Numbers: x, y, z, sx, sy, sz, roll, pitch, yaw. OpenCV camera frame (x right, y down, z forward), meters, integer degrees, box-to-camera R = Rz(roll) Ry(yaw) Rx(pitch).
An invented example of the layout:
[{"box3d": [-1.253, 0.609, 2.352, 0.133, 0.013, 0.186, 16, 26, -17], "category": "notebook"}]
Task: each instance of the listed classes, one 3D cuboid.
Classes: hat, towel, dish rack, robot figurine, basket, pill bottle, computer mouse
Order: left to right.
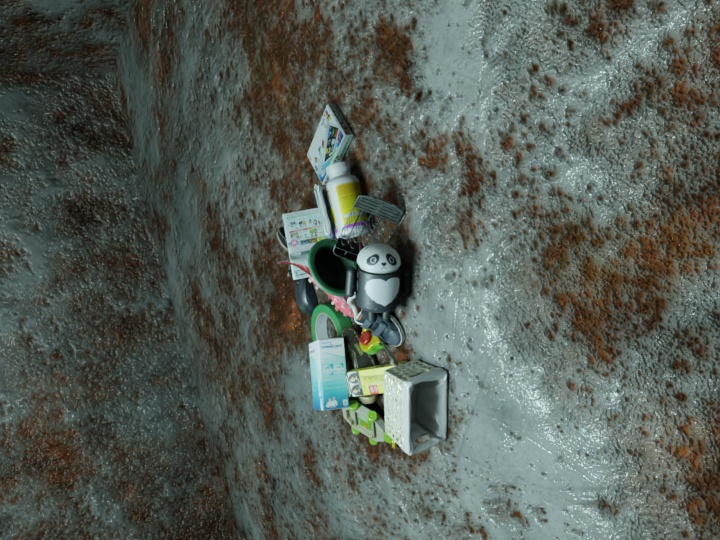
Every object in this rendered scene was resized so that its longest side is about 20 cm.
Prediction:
[{"box3d": [-0.205, 0.066, 1.979, 0.138, 0.052, 0.205, -32, 73, 53], "category": "computer mouse"}, {"box3d": [-0.113, 0.017, 1.675, 0.176, 0.162, 0.205, -44, 62, 51], "category": "hat"}, {"box3d": [-0.092, -0.165, 1.671, 0.200, 0.023, 0.151, 18, -122, -82], "category": "towel"}, {"box3d": [-0.042, -0.199, 1.619, 0.103, 0.102, 0.206, -17, 86, 55], "category": "pill bottle"}, {"box3d": [0.025, -0.104, 1.521, 0.055, 0.149, 0.202, -85, 18, -46], "category": "dish rack"}, {"box3d": [0.046, 0.032, 1.496, 0.122, 0.149, 0.206, 15, 113, 32], "category": "robot figurine"}, {"box3d": [0.141, 0.349, 1.493, 0.122, 0.132, 0.207, 21, 117, 55], "category": "basket"}]

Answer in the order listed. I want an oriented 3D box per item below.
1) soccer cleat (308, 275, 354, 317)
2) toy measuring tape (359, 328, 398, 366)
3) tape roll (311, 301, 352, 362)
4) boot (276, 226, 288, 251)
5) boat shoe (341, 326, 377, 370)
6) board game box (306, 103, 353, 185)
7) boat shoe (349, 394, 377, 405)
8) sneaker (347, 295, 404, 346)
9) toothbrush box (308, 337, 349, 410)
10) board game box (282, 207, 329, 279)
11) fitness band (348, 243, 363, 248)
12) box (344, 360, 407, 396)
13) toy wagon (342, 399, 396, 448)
[{"box3d": [-0.073, 0.059, 1.741, 0.200, 0.077, 0.066, 44, 153, -12], "category": "soccer cleat"}, {"box3d": [0.044, 0.226, 1.628, 0.201, 0.071, 0.075, -126, 39, -53], "category": "toy measuring tape"}, {"box3d": [-0.092, 0.208, 1.861, 0.198, 0.047, 0.207, 22, 118, 51], "category": "tape roll"}, {"box3d": [-0.203, -0.121, 1.902, 0.201, 0.072, 0.153, 48, 137, 31], "category": "boot"}, {"box3d": [0.004, 0.266, 1.735, 0.076, 0.070, 0.205, 97, 151, -81], "category": "boat shoe"}, {"box3d": [-0.095, -0.374, 1.704, 0.128, 0.034, 0.201, 61, 142, 25], "category": "board game box"}, {"box3d": [-0.001, 0.393, 1.773, 0.199, 0.070, 0.066, -6, 103, 62], "category": "boat shoe"}, {"box3d": [0.037, 0.140, 1.597, 0.200, 0.079, 0.079, 48, 129, 17], "category": "sneaker"}, {"box3d": [-0.098, 0.314, 1.726, 0.146, 0.083, 0.207, 143, 122, -69], "category": "toothbrush box"}, {"box3d": [-0.158, -0.087, 1.779, 0.064, 0.143, 0.207, -156, 56, -81], "category": "board game box"}, {"box3d": [0.000, 0.000, 1.680, 0.198, 0.037, 0.148, 24, 116, 49], "category": "fitness band"}, {"box3d": [0.050, 0.311, 1.624, 0.196, 0.050, 0.078, -14, 89, 33], "category": "box"}, {"box3d": [0.032, 0.470, 1.726, 0.196, 0.040, 0.158, 24, 143, 24], "category": "toy wagon"}]
